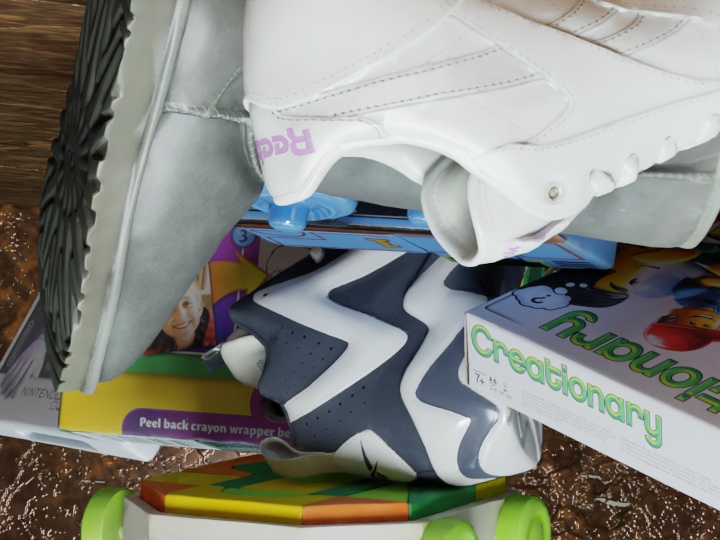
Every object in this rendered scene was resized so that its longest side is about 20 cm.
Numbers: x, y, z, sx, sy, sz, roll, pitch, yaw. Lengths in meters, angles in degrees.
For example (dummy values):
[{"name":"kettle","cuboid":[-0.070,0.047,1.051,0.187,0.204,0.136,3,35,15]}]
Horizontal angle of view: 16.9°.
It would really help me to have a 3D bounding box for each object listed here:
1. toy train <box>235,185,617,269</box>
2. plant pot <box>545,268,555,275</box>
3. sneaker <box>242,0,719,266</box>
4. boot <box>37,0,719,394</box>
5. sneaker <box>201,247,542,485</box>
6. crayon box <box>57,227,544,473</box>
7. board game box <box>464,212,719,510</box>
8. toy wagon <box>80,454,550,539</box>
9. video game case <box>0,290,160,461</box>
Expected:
[{"name":"toy train","cuboid":[-0.003,-0.047,0.862,0.200,0.087,0.114,2,166,29]},{"name":"plant pot","cuboid":[0.015,-0.014,1.206,0.187,0.187,0.200,4,165,-26]},{"name":"sneaker","cuboid":[0.061,-0.049,0.652,0.200,0.100,0.075,2,177,-15]},{"name":"boot","cuboid":[0.009,-0.029,0.748,0.200,0.182,0.073,3,-139,-22]},{"name":"sneaker","cuboid":[0.000,0.000,0.952,0.129,0.199,0.080,-10,148,14]},{"name":"crayon box","cuboid":[-0.021,-0.007,1.051,0.200,0.173,0.058,4,172,14]},{"name":"board game box","cuboid":[0.147,0.037,0.817,0.126,0.035,0.200,-23,-148,-34]},{"name":"toy wagon","cuboid":[-0.006,0.096,0.951,0.155,0.040,0.200,3,-176,27]},{"name":"video game case","cuboid":[-0.103,-0.005,1.192,0.023,0.200,0.182,35,163,-27]}]
